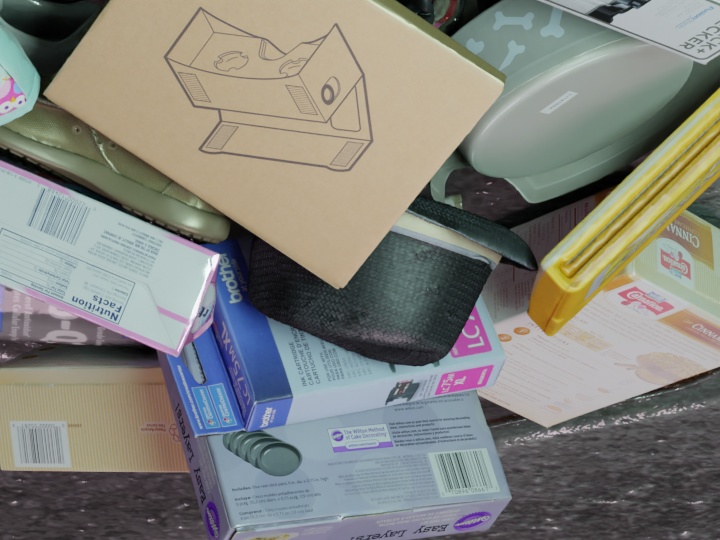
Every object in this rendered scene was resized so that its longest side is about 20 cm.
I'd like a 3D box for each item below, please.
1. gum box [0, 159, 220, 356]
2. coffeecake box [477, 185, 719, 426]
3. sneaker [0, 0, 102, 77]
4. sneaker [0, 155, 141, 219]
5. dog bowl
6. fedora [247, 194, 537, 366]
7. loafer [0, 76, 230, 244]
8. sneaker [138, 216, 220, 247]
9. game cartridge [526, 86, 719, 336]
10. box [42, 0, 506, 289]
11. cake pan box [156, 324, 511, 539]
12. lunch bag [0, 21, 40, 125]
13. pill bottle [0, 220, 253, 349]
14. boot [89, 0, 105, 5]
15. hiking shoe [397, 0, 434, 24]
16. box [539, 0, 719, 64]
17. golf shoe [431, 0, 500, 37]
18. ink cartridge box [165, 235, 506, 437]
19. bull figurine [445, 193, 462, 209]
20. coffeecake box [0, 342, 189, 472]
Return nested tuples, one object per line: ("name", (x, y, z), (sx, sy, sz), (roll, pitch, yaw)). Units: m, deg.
("gum box", (-0.175, -0.014, 1.670), (0.199, 0.066, 0.114), (23, 178, -4))
("coffeecake box", (0.155, 0.026, 1.957), (0.200, 0.073, 0.153), (-22, 145, 38))
("sneaker", (-0.242, -0.136, 1.684), (0.199, 0.075, 0.089), (-3, 142, -7))
("sneaker", (-0.223, -0.065, 1.781), (0.199, 0.096, 0.079), (21, 134, -14))
("dog bowl", (0.119, -0.109, 1.652), (0.199, 0.059, 0.200), (-22, 160, -9))
("fedora", (0.000, 0.000, 1.682), (0.200, 0.092, 0.201), (17, 175, 2))
("loafer", (-0.156, -0.081, 1.639), (0.199, 0.068, 0.076), (26, 176, 2))
("sneaker", (-0.103, -0.101, 1.728), (0.075, 0.088, 0.200), (21, 151, 13))
("game cartridge", (0.173, -0.038, 1.716), (0.176, 0.032, 0.200), (-44, 172, -5))
("box", (-0.047, -0.100, 1.547), (0.200, 0.021, 0.164), (33, 122, -11))
("cake pan box", (-0.017, 0.082, 1.790), (0.199, 0.185, 0.052), (-6, 152, -24))
("lunch bag", (-0.288, -0.139, 1.550), (0.199, 0.122, 0.170), (7, 151, 28))
("pill bottle", (-0.167, -0.007, 1.873), (0.199, 0.114, 0.114), (4, 153, -6))
("boot", (-0.122, -0.198, 1.561), (0.174, 0.070, 0.200), (15, 154, -38))
("hiking shoe", (-0.014, -0.142, 1.611), (0.100, 0.076, 0.200), (30, 151, 4))
("box", (0.120, -0.195, 1.490), (0.199, 0.117, 0.060), (16, 150, -29))
("golf shoe", (0.015, -0.109, 1.711), (0.092, 0.073, 0.200), (18, 148, -34))
("ink cartridge box", (-0.023, 0.030, 1.758), (0.199, 0.120, 0.042), (-11, 150, -18))
("bull figurine", (0.004, -0.040, 1.855), (0.121, 0.065, 0.200), (-4, 156, -1))
("coffeecake box", (-0.136, 0.078, 1.953), (0.153, 0.073, 0.200), (-2, -169, 23))
